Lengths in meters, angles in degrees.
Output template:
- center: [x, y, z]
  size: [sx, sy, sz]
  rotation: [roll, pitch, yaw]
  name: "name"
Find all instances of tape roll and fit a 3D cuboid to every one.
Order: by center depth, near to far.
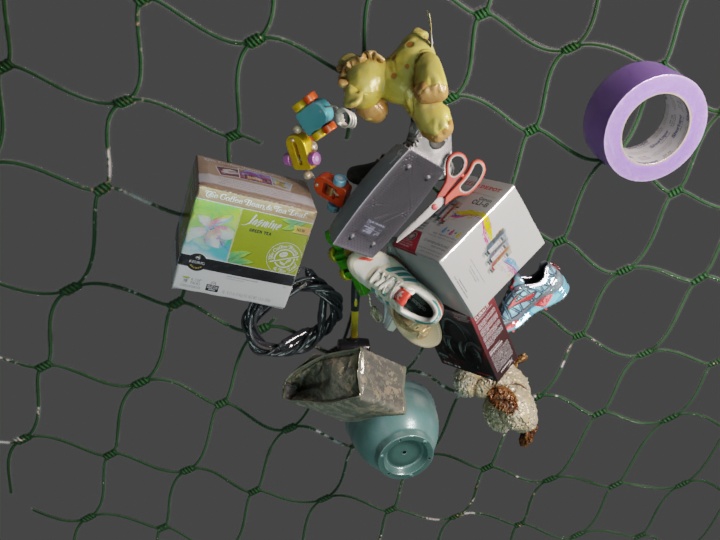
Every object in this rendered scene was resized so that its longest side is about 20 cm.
- center: [0.514, -0.269, 1.452]
  size: [0.199, 0.085, 0.200]
  rotation: [-6, 122, -10]
  name: "tape roll"

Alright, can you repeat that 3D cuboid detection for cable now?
- center: [-0.131, 0.090, 1.527]
  size: [0.200, 0.051, 0.163]
  rotation: [-44, 125, 10]
  name: "cable"

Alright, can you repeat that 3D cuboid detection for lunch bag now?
- center: [-0.033, 0.228, 1.561]
  size: [0.200, 0.118, 0.164]
  rotation: [-16, 151, 33]
  name: "lunch bag"

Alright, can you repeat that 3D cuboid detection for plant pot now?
- center: [0.078, 0.347, 1.675]
  size: [0.200, 0.134, 0.201]
  rotation: [-6, 121, -10]
  name: "plant pot"

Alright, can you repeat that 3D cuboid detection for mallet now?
- center: [-0.021, 0.085, 1.557]
  size: [0.066, 0.041, 0.201]
  rotation: [-8, 117, -6]
  name: "mallet"

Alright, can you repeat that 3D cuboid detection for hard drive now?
- center: [0.040, -0.116, 1.336]
  size: [0.200, 0.042, 0.135]
  rotation: [-51, 148, 15]
  name: "hard drive"

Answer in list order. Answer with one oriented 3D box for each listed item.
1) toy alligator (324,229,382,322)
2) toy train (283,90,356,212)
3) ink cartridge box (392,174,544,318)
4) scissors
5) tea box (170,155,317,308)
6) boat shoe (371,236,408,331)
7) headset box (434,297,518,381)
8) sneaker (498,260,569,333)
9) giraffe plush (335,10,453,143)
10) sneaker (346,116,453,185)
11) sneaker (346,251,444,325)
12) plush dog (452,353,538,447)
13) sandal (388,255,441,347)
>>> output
- center: [0.000, 0.000, 1.485]
  size: [0.054, 0.059, 0.200]
  rotation: [-43, 110, -36]
  name: "toy alligator"
- center: [-0.052, -0.202, 1.328]
  size: [0.150, 0.056, 0.200]
  rotation: [28, 134, 19]
  name: "toy train"
- center: [0.193, -0.049, 1.428]
  size: [0.200, 0.145, 0.145]
  rotation: [-44, 122, -15]
  name: "ink cartridge box"
- center: [0.143, -0.116, 1.401]
  size: [0.073, 0.014, 0.200]
  rotation: [31, 96, -14]
  name: "scissors"
- center: [-0.203, -0.064, 1.360]
  size: [0.199, 0.134, 0.197]
  rotation: [11, 116, -19]
  name: "tea box"
- center: [0.058, 0.022, 1.525]
  size: [0.071, 0.070, 0.201]
  rotation: [12, 119, 1]
  name: "boat shoe"
- center: [0.199, 0.105, 1.546]
  size: [0.077, 0.149, 0.200]
  rotation: [-47, 128, -25]
  name: "headset box"
- center: [0.313, 0.050, 1.606]
  size: [0.200, 0.079, 0.096]
  rotation: [-33, 109, -2]
  name: "sneaker"
- center: [0.048, -0.294, 1.280]
  size: [0.162, 0.173, 0.201]
  rotation: [-13, 109, 3]
  name: "giraffe plush"
- center: [0.069, -0.212, 1.387]
  size: [0.199, 0.075, 0.116]
  rotation: [-9, 117, -21]
  name: "sneaker"
- center: [0.062, 0.027, 1.396]
  size: [0.200, 0.093, 0.070]
  rotation: [37, 94, 2]
  name: "sneaker"
- center: [0.311, 0.268, 1.663]
  size: [0.160, 0.172, 0.200]
  rotation: [-37, 121, 9]
  name: "plush dog"
- center: [0.086, 0.076, 1.472]
  size: [0.077, 0.070, 0.212]
  rotation: [-23, 113, 13]
  name: "sandal"
